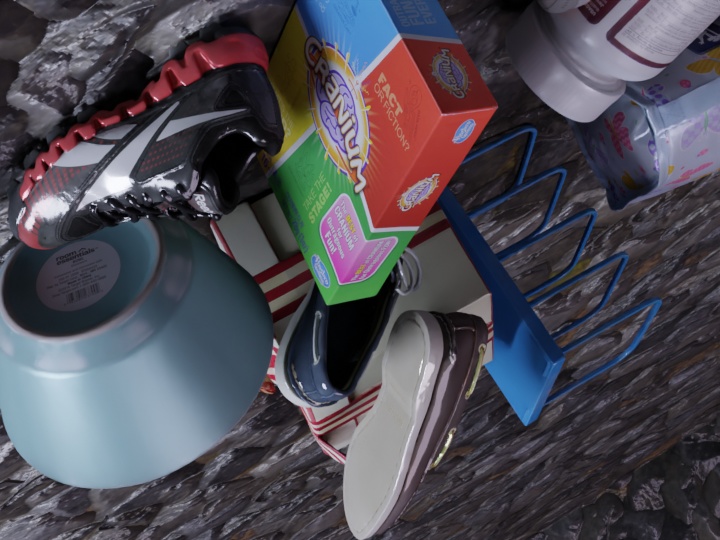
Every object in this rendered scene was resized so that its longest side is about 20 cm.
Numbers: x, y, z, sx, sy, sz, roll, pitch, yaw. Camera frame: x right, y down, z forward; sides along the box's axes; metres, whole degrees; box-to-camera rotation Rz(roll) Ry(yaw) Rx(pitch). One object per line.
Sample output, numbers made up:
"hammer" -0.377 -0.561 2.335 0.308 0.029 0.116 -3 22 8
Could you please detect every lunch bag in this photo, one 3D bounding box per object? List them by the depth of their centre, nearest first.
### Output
"lunch bag" 0.272 -0.142 1.212 0.168 0.128 0.200 -27 180 -6

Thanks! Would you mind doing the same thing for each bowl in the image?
"bowl" -0.165 0.031 0.998 0.200 0.201 0.105 -28 140 -6

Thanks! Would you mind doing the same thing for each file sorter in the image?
"file sorter" 0.144 -0.001 1.291 0.122 0.201 0.139 -28 159 -17

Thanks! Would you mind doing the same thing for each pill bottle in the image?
"pill bottle" 0.195 -0.201 1.030 0.109 0.110 0.200 -4 147 -49

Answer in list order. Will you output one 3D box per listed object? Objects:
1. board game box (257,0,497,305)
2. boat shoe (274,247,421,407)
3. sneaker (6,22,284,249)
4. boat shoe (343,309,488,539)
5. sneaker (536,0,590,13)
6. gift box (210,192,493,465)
"board game box" -0.002 -0.097 0.944 0.040 0.154 0.200 -12 152 -30
"boat shoe" 0.000 0.000 1.049 0.075 0.201 0.062 37 154 -26
"sneaker" -0.129 -0.061 0.931 0.200 0.098 0.071 -33 161 10
"boat shoe" 0.038 0.115 1.100 0.059 0.072 0.201 -2 124 -30
"sneaker" 0.092 -0.219 0.926 0.091 0.076 0.200 -23 151 2
"gift box" -0.007 0.033 1.175 0.186 0.201 0.185 -27 153 -5
